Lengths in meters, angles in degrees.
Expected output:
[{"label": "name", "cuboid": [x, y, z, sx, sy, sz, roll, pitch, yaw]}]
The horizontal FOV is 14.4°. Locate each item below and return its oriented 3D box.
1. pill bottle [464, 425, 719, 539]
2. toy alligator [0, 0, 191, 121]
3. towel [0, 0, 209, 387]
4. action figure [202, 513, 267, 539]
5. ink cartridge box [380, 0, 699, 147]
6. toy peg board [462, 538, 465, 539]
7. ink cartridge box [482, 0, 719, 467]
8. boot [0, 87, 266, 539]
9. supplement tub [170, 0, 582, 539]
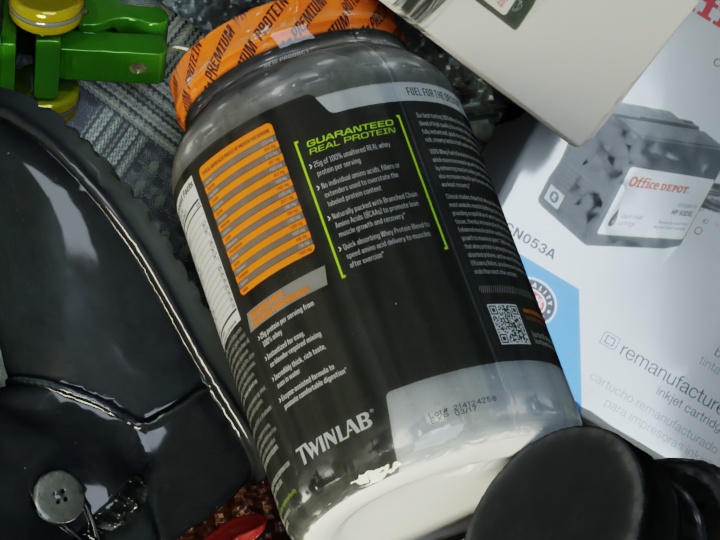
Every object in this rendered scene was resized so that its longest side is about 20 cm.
[{"label": "pill bottle", "cuboid": [0.132, 0.139, 1.066, 0.200, 0.112, 0.112, 35, 78, -36]}, {"label": "toy alligator", "cuboid": [-0.123, -0.098, 1.163, 0.199, 0.060, 0.054, -3, 43, -13]}, {"label": "towel", "cuboid": [-0.117, -0.019, 1.197, 0.200, 0.035, 0.193, 37, 77, -6]}, {"label": "action figure", "cuboid": [-0.010, 0.191, 1.174, 0.099, 0.065, 0.201, -21, 122, -36]}, {"label": "ink cartridge box", "cuboid": [0.022, -0.155, 1.138, 0.200, 0.146, 0.084, 34, 101, -30]}, {"label": "toy peg board", "cuboid": [0.016, 0.241, 1.100, 0.199, 0.098, 0.200, -29, 116, 6]}, {"label": "ink cartridge box", "cuboid": [0.126, -0.026, 1.221, 0.145, 0.084, 0.201, 30, 81, -8]}, {"label": "boot", "cuboid": [-0.138, 0.051, 1.107, 0.168, 0.076, 0.201, -42, 104, -29]}, {"label": "supplement tub", "cuboid": [0.000, 0.000, 1.107, 0.122, 0.123, 0.201, -14, 70, -13]}]
